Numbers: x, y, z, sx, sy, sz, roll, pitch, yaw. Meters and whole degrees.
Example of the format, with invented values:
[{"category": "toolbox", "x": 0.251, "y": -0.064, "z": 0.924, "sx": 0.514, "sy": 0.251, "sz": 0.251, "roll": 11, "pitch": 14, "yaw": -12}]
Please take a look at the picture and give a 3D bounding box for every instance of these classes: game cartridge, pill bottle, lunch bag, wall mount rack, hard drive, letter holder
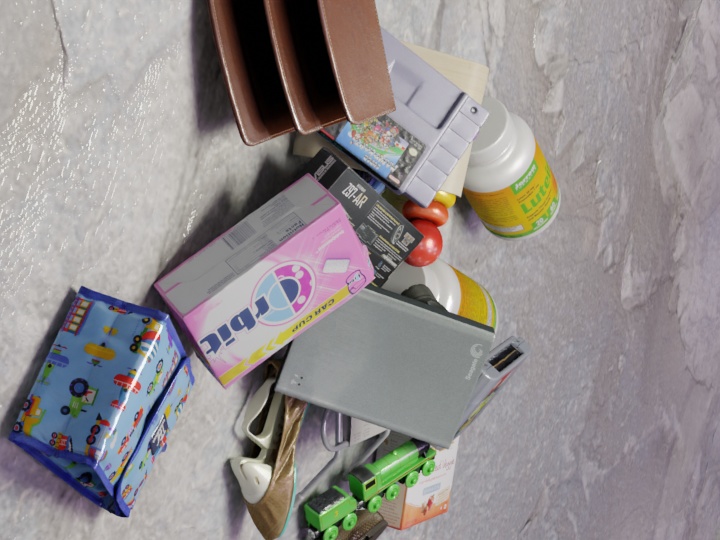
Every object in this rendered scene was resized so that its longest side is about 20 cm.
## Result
[{"category": "game cartridge", "x": 0.023, "y": -0.171, "z": 1.599, "sx": 0.199, "sy": 0.038, "sz": 0.130, "roll": 36, "pitch": 80, "yaw": -15}, {"category": "pill bottle", "x": 0.175, "y": -0.131, "z": 1.938, "sx": 0.112, "sy": 0.110, "sz": 0.200, "roll": -67, "pitch": 149, "yaw": -19}, {"category": "lunch bag", "x": -0.219, "y": 0.131, "z": 1.406, "sx": 0.200, "sy": 0.093, "sz": 0.151, "roll": 69, "pitch": 41, "yaw": -63}, {"category": "pill bottle", "x": 0.083, "y": 0.043, "z": 1.856, "sx": 0.200, "sy": 0.110, "sz": 0.112, "roll": 29, "pitch": 75, "yaw": -60}, {"category": "wall mount rack", "x": -0.017, "y": 0.183, "z": 1.783, "sx": 0.200, "sy": 0.074, "sz": 0.175, "roll": -15, "pitch": 111, "yaw": -57}, {"category": "hard drive", "x": 0.025, "y": 0.093, "z": 1.611, "sx": 0.033, "sy": 0.199, "sz": 0.140, "roll": -92, "pitch": -158, "yaw": -71}, {"category": "game cartridge", "x": 0.139, "y": 0.153, "z": 1.886, "sx": 0.133, "sy": 0.041, "sz": 0.200, "roll": -49, "pitch": 170, "yaw": 20}, {"category": "letter holder", "x": -0.061, "y": -0.231, "z": 1.462, "sx": 0.142, "sy": 0.100, "sz": 0.202, "roll": -27, "pitch": 109, "yaw": -52}]

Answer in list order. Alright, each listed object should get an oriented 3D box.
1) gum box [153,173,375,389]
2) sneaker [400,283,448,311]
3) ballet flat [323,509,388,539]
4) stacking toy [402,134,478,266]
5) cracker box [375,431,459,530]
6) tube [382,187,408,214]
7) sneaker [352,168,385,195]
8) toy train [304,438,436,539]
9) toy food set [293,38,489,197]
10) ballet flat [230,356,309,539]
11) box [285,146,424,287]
[{"category": "gum box", "x": -0.087, "y": 0.007, "z": 1.500, "sx": 0.199, "sy": 0.066, "sz": 0.114, "roll": -36, "pitch": 136, "yaw": -11}, {"category": "sneaker", "x": 0.096, "y": 0.086, "z": 1.730, "sx": 0.060, "sy": 0.104, "sz": 0.200, "roll": -36, "pitch": 139, "yaw": 3}, {"category": "ballet flat", "x": -0.040, "y": 0.331, "z": 1.830, "sx": 0.200, "sy": 0.046, "sz": 0.068, "roll": -26, "pitch": 155, "yaw": -48}, {"category": "stacking toy", "x": 0.083, "y": -0.102, "z": 1.745, "sx": 0.085, "sy": 0.085, "sz": 0.202, "roll": 38, "pitch": 60, "yaw": -58}, {"category": "cracker box", "x": 0.076, "y": 0.220, "z": 1.969, "sx": 0.134, "sy": 0.057, "sz": 0.202, "roll": -6, "pitch": 106, "yaw": -60}, {"category": "tube", "x": 0.059, "y": -0.142, "z": 1.812, "sx": 0.058, "sy": 0.052, "sz": 0.202, "roll": 105, "pitch": 0, "yaw": -79}, {"category": "sneaker", "x": 0.002, "y": -0.152, "z": 1.697, "sx": 0.078, "sy": 0.075, "sz": 0.201, "roll": 45, "pitch": 58, "yaw": -38}, {"category": "toy train", "x": 0.014, "y": 0.255, "z": 1.833, "sx": 0.199, "sy": 0.042, "sz": 0.057, "roll": -30, "pitch": 130, "yaw": -31}, {"category": "toy food set", "x": 0.035, "y": -0.171, "z": 1.651, "sx": 0.199, "sy": 0.060, "sz": 0.145, "roll": 13, "pitch": 90, "yaw": -17}, {"category": "ballet flat", "x": -0.100, "y": 0.187, "z": 1.649, "sx": 0.072, "sy": 0.068, "sz": 0.202, "roll": 17, "pitch": 85, "yaw": -39}, {"category": "box", "x": -0.034, "y": -0.023, "z": 1.625, "sx": 0.160, "sy": 0.044, "sz": 0.200, "roll": -49, "pitch": 147, "yaw": 2}]
